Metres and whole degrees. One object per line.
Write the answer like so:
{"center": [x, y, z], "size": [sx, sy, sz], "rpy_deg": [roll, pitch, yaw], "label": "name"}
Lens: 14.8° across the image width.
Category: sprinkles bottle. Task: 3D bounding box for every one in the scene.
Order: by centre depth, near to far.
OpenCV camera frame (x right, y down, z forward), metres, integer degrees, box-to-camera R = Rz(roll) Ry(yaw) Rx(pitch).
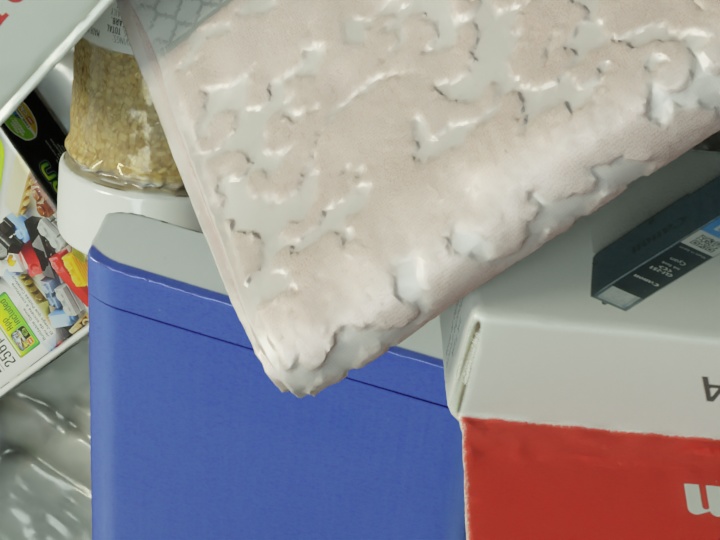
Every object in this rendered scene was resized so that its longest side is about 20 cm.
{"center": [-0.061, -0.103, 0.919], "size": [0.068, 0.068, 0.201], "rpy_deg": [13, 111, 19], "label": "sprinkles bottle"}

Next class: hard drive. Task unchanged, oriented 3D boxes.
{"center": [-0.026, 0.069, 0.921], "size": [0.131, 0.025, 0.200], "rpy_deg": [16, 142, 8], "label": "hard drive"}

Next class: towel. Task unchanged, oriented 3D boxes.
{"center": [0.028, -0.086, 0.802], "size": [0.200, 0.032, 0.191], "rpy_deg": [-34, 52, 10], "label": "towel"}

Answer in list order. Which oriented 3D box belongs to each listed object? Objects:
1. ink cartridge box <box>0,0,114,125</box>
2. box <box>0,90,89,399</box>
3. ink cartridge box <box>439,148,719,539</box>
{"center": [-0.162, -0.139, 0.811], "size": [0.200, 0.083, 0.146], "rpy_deg": [37, 111, -23], "label": "ink cartridge box"}
{"center": [-0.171, -0.047, 1.003], "size": [0.110, 0.035, 0.200], "rpy_deg": [-35, 91, 29], "label": "box"}
{"center": [0.125, 0.036, 0.783], "size": [0.199, 0.177, 0.045], "rpy_deg": [5, 129, -7], "label": "ink cartridge box"}
